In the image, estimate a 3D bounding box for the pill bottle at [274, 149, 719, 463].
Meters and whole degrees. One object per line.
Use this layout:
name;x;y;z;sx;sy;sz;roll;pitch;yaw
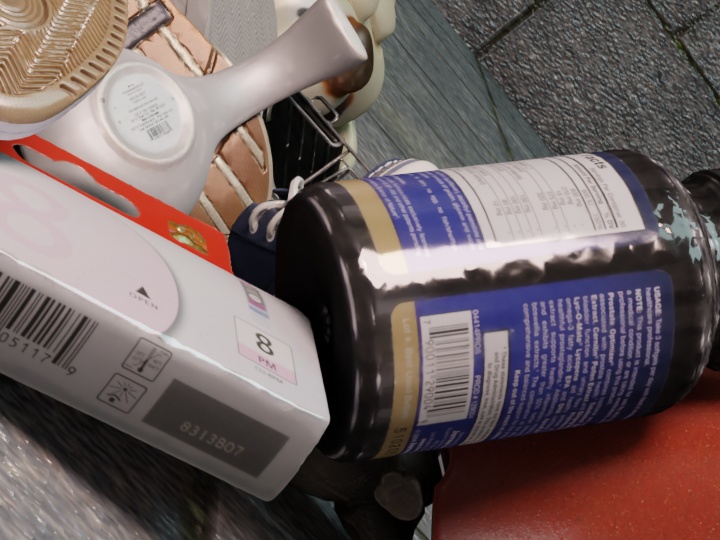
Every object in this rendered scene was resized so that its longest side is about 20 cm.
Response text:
pill bottle;0.073;0.010;0.769;0.112;0.199;0.112;173;-90;-73

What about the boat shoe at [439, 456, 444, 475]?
boat shoe;0.092;0.132;1.110;0.065;0.073;0.200;49;21;-40

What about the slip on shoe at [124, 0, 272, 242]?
slip on shoe;-0.115;-0.100;0.985;0.200;0.076;0.061;54;-21;-2

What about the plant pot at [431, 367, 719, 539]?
plant pot;0.137;0.127;0.849;0.201;0.194;0.202;-1;90;-79

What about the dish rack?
dish rack;0.000;0.000;1.025;0.200;0.054;0.154;50;-20;16

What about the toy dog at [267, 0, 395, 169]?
toy dog;-0.049;-0.155;1.286;0.200;0.139;0.195;-61;150;-79

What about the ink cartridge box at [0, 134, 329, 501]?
ink cartridge box;-0.098;-0.015;0.728;0.162;0.057;0.200;29;26;-23

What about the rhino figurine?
rhino figurine;-0.038;0.051;0.840;0.200;0.060;0.087;46;14;-6

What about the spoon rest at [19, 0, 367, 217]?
spoon rest;-0.083;-0.077;0.906;0.200;0.061;0.100;-29;88;-42

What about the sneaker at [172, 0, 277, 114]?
sneaker;-0.118;-0.169;1.133;0.074;0.115;0.201;-19;107;-54

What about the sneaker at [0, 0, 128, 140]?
sneaker;-0.144;-0.089;0.749;0.070;0.109;0.200;31;34;-18

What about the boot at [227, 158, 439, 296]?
boot;-0.022;-0.012;0.899;0.090;0.073;0.200;51;-31;16
